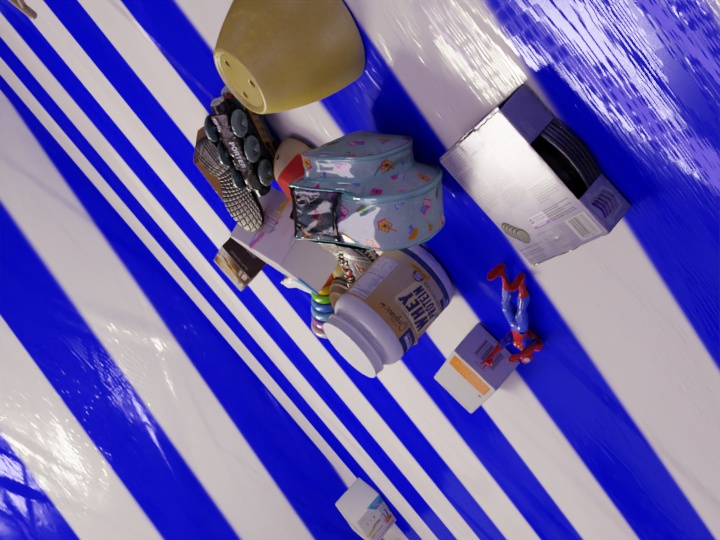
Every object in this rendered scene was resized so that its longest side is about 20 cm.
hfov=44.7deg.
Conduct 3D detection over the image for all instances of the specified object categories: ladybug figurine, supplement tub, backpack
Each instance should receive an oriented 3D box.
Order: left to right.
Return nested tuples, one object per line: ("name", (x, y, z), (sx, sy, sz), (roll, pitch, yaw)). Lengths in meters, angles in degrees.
("ladybug figurine", (-0.080, -0.140, 1.525), (0.200, 0.072, 0.136), (44, 162, 6))
("backpack", (0.018, -0.108, 1.212), (0.197, 0.175, 0.157), (20, 120, 31))
("supplement tub", (0.046, 0.064, 1.465), (0.144, 0.200, 0.145), (39, 161, 16))

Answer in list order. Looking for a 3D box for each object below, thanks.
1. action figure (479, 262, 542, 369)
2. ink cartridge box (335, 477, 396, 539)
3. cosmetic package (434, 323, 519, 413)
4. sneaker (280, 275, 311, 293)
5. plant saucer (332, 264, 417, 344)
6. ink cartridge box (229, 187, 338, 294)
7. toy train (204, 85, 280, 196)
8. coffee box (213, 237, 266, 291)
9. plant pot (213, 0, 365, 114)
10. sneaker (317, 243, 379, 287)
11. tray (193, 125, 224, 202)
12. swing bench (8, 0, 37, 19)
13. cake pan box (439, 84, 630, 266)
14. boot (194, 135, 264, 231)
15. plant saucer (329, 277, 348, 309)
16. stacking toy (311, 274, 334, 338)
("action figure", (0.220, 0.093, 1.314), (0.065, 0.099, 0.201), (30, 158, 41))
("ink cartridge box", (0.024, 0.969, 3.507), (0.144, 0.147, 0.202), (26, 154, 45))
("cosmetic package", (0.203, 0.178, 1.563), (0.101, 0.071, 0.201), (42, 162, 10))
("sneaker", (-0.118, 0.023, 1.962), (0.087, 0.075, 0.199), (44, 163, -12))
("plant saucer", (0.019, 0.063, 1.772), (0.199, 0.048, 0.201), (36, 160, 30))
("ink cartridge box", (-0.142, -0.067, 1.688), (0.198, 0.127, 0.128), (28, 172, 44))
("toy train", (-0.201, -0.231, 1.542), (0.083, 0.115, 0.202), (-5, 131, 26))
("coffee box", (-0.305, -0.028, 2.252), (0.115, 0.080, 0.200), (47, 162, -4))
("plant pot", (-0.111, -0.292, 1.162), (0.199, 0.142, 0.201), (40, 162, 16))
("sneaker", (0.000, 0.000, 1.567), (0.199, 0.083, 0.078), (38, 168, -13))
("tray", (-0.286, -0.219, 1.741), (0.099, 0.037, 0.201), (55, -171, -25))
("swing bench", (-0.570, -0.566, 1.523), (0.198, 0.199, 0.131), (31, 157, 36))
("cake pan box", (0.196, -0.104, 1.020), (0.184, 0.052, 0.200), (45, 162, -2))
("boot", (-0.216, -0.185, 1.652), (0.069, 0.132, 0.203), (-20, 104, 31))
("plant saucer", (0.006, 0.098, 1.754), (0.199, 0.029, 0.201), (40, 160, 18))
("stacking toy", (-0.072, 0.040, 1.850), (0.085, 0.085, 0.204), (29, 136, 40))
